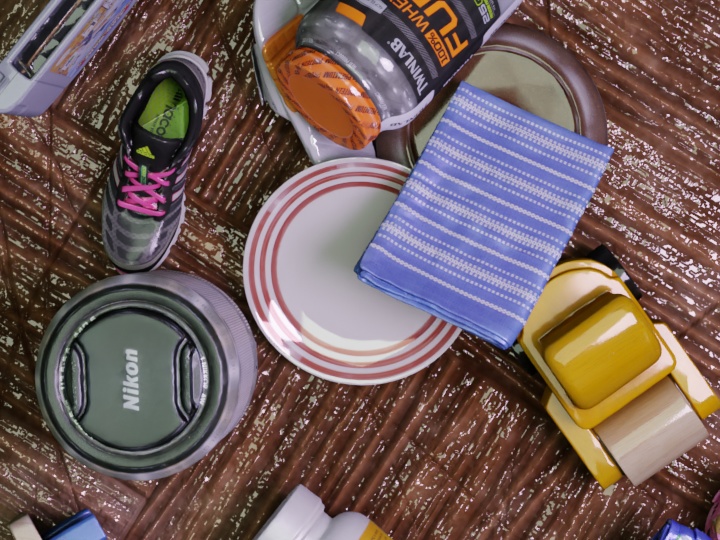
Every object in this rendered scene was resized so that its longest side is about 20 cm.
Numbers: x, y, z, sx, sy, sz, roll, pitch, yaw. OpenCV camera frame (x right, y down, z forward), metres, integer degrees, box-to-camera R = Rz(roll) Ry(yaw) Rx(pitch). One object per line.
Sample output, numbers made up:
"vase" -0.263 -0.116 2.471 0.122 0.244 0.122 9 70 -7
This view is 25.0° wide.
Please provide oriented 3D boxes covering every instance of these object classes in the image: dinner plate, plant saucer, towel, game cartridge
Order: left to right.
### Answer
"game cartridge" -0.233 -0.210 1.355 0.042 0.133 0.200 40 93 2
"dinner plate" 0.000 0.000 1.383 0.200 0.024 0.201 1 106 5
"towel" 0.100 -0.048 1.317 0.145 0.024 0.200 26 72 12
"plant saucer" 0.112 -0.116 1.384 0.200 0.032 0.201 0 86 2

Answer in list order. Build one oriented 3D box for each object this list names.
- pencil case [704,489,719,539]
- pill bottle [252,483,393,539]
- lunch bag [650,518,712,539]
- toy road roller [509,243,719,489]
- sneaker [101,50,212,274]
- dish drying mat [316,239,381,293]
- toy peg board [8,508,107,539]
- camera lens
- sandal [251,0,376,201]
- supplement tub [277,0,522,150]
"pencil case" 0.393 0.230 1.359 0.200 0.083 0.087 16 84 3
"pill bottle" -0.001 0.275 1.364 0.200 0.113 0.113 39 93 1
"lunch bag" 0.273 0.325 1.333 0.170 0.127 0.200 31 104 1
"toy road roller" 0.204 0.083 1.328 0.123 0.146 0.200 -36 94 3
"sneaker" -0.179 -0.092 1.377 0.074 0.087 0.200 17 92 2
"dish drying mat" 0.065 -0.012 1.402 0.200 0.018 0.077 8 91 3
"toy peg board" -0.200 0.271 1.343 0.098 0.200 0.199 -29 89 -14
"camera lens" -0.169 0.081 1.324 0.160 0.200 0.160 0 91 2
"sandal" -0.051 -0.151 1.382 0.079 0.059 0.207 -31 110 -33
"supplement tub" 0.032 -0.200 1.322 0.123 0.123 0.200 41 73 1
